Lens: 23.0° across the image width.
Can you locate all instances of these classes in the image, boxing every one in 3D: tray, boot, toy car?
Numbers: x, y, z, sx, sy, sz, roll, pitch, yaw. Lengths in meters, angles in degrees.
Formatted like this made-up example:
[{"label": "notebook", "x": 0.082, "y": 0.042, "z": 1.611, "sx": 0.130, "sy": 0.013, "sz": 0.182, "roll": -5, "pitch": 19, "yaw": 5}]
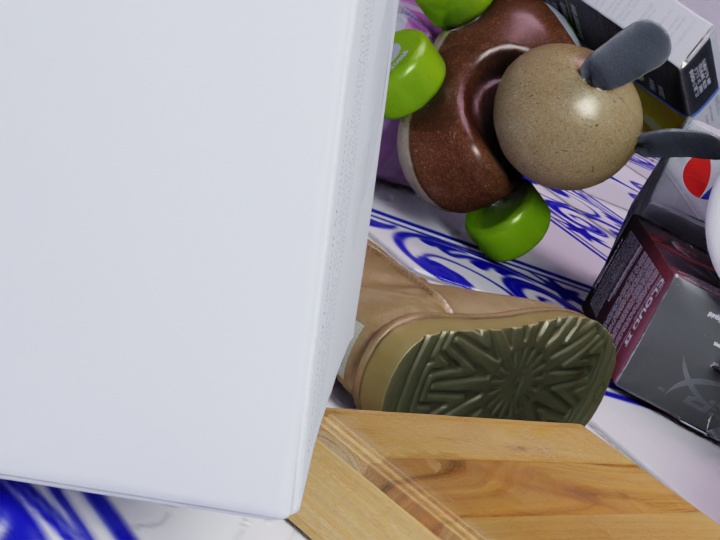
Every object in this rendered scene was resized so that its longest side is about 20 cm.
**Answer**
[{"label": "tray", "x": 0.062, "y": 0.090, "z": 0.627, "sx": 0.098, "sy": 0.037, "sz": 0.199, "roll": 35, "pitch": 15, "yaw": 32}, {"label": "boot", "x": 0.000, "y": 0.000, "z": 0.796, "sx": 0.199, "sy": 0.067, "sz": 0.174, "roll": 36, "pitch": 14, "yaw": 38}, {"label": "toy car", "x": 0.128, "y": -0.109, "z": 1.094, "sx": 0.199, "sy": 0.159, "sz": 0.165, "roll": -1, "pitch": -41, "yaw": 46}]

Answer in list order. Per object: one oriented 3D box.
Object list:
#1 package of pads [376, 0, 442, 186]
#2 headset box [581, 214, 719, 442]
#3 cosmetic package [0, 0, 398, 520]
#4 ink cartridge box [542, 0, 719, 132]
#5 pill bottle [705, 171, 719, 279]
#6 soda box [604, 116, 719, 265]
[{"label": "package of pads", "x": 0.049, "y": -0.120, "z": 1.257, "sx": 0.076, "sy": 0.121, "sz": 0.199, "roll": 46, "pitch": 20, "yaw": 30}, {"label": "headset box", "x": 0.221, "y": 0.049, "z": 1.052, "sx": 0.148, "sy": 0.076, "sz": 0.200, "roll": 27, "pitch": 12, "yaw": -4}, {"label": "cosmetic package", "x": -0.055, "y": -0.059, "z": 0.535, "sx": 0.121, "sy": 0.202, "sz": 0.200, "roll": 8, "pitch": 11, "yaw": 1}, {"label": "ink cartridge box", "x": 0.164, "y": -0.159, "z": 1.202, "sx": 0.200, "sy": 0.047, "sz": 0.198, "roll": 39, "pitch": -5, "yaw": 26}, {"label": "pill bottle", "x": 0.270, "y": -0.026, "z": 1.011, "sx": 0.112, "sy": 0.113, "sz": 0.200, "roll": 32, "pitch": 12, "yaw": 19}, {"label": "soda box", "x": 0.219, "y": -0.033, "z": 1.214, "sx": 0.063, "sy": 0.069, "sz": 0.200, "roll": 25, "pitch": -14, "yaw": 4}]
